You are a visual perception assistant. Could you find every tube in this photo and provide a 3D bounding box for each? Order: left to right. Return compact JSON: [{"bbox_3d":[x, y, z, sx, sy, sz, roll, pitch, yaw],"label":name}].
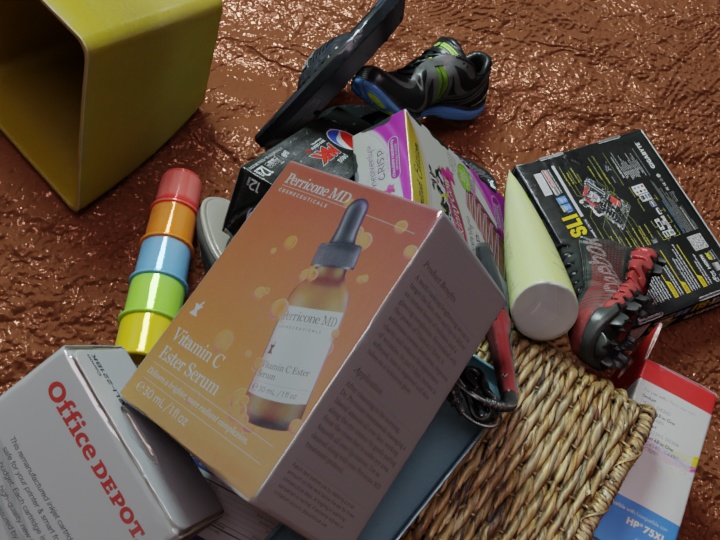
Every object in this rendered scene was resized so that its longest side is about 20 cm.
[{"bbox_3d":[0.142,-0.016,0.732,0.052,0.058,0.200,23,25,-8],"label":"tube"}]

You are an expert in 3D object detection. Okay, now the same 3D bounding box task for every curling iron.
[{"bbox_3d":[0.091,0.036,0.644,0.049,0.026,0.201,15,38,-1],"label":"curling iron"}]

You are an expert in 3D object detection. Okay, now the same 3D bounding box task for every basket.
[{"bbox_3d":[0.107,0.165,0.676,0.148,0.143,0.200,31,63,14],"label":"basket"}]

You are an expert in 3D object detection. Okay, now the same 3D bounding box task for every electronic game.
[{"bbox_3d":[-0.030,-0.194,0.837,0.042,0.200,0.201,42,60,-12],"label":"electronic game"}]

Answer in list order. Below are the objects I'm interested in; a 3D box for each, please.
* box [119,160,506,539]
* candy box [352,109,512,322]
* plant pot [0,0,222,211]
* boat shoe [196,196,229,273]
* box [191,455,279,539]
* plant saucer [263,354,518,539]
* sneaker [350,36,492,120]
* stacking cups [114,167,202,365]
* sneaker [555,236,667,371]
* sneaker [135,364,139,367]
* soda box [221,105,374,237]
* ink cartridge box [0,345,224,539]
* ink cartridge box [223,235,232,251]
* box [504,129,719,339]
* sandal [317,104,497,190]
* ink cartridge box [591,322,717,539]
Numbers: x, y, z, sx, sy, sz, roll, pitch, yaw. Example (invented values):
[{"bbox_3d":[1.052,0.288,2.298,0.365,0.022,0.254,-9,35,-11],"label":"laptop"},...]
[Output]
[{"bbox_3d":[-0.030,0.050,0.575,0.152,0.106,0.201,22,72,43],"label":"box"},{"bbox_3d":[0.076,-0.029,0.765,0.199,0.061,0.138,31,46,-45],"label":"candy box"},{"bbox_3d":[-0.245,-0.217,0.819,0.200,0.201,0.176,44,52,16],"label":"plant pot"},{"bbox_3d":[-0.102,0.023,0.777,0.066,0.057,0.201,-3,51,-46],"label":"boat shoe"},{"bbox_3d":[-0.098,0.214,0.646,0.120,0.032,0.201,29,78,-4],"label":"box"},{"bbox_3d":[0.024,0.134,0.600,0.070,0.019,0.200,33,66,24],"label":"plant saucer"},{"bbox_3d":[0.064,-0.195,0.880,0.071,0.083,0.199,35,31,33],"label":"sneaker"},{"bbox_3d":[-0.174,-0.005,0.775,0.060,0.061,0.202,8,60,-5],"label":"stacking cups"},{"bbox_3d":[0.193,0.022,0.738,0.097,0.071,0.200,20,26,18],"label":"sneaker"},{"bbox_3d":[-0.152,0.113,0.685,0.198,0.089,0.076,-13,25,-18],"label":"sneaker"},{"bbox_3d":[-0.038,-0.078,0.760,0.070,0.064,0.200,30,32,7],"label":"soda box"},{"bbox_3d":[-0.215,0.165,0.593,0.199,0.084,0.145,-37,80,9],"label":"ink cartridge box"},{"bbox_3d":[0.000,0.000,0.774,0.199,0.057,0.163,25,31,10],"label":"ink cartridge box"},{"bbox_3d":[0.260,-0.035,0.878,0.158,0.049,0.201,-19,65,-16],"label":"box"},{"bbox_3d":[0.050,-0.125,0.892,0.199,0.048,0.076,25,59,5],"label":"sandal"},{"bbox_3d":[0.224,0.157,0.720,0.067,0.117,0.201,27,60,7],"label":"ink cartridge box"}]
